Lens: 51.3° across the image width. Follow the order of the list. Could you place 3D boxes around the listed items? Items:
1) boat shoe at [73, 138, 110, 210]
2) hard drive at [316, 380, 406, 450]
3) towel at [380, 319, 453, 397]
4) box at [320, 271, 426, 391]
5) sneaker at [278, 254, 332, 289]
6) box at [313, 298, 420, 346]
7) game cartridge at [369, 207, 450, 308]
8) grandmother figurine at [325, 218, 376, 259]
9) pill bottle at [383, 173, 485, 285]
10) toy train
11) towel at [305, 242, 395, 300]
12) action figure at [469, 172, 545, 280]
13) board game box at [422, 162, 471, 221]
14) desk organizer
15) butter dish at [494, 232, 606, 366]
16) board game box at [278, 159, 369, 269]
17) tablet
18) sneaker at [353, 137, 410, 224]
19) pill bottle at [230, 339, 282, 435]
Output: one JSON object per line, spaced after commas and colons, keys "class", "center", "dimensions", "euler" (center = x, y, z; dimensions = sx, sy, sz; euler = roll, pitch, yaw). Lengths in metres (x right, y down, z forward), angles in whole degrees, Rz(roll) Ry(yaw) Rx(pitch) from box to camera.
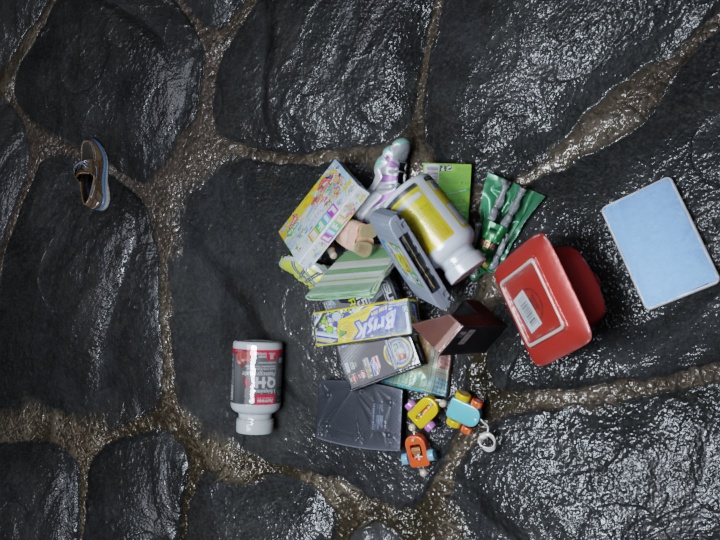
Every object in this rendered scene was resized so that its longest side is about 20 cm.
{"class": "boat shoe", "center": [-0.714, -0.260, 1.982], "dimensions": [0.072, 0.072, 0.200], "euler": [-22, 77, 27]}
{"class": "hard drive", "center": [0.003, 0.296, 1.548], "dimensions": [0.200, 0.042, 0.135], "euler": [1, 87, 30]}
{"class": "towel", "center": [0.093, 0.166, 1.512], "dimensions": [0.200, 0.022, 0.147], "euler": [9, 94, 31]}
{"class": "box", "center": [0.024, 0.122, 1.504], "dimensions": [0.160, 0.044, 0.200], "euler": [-23, 78, 19]}
{"class": "sneaker", "center": [-0.098, 0.016, 1.606], "dimensions": [0.200, 0.075, 0.077], "euler": [18, 96, 31]}
{"class": "box", "center": [0.013, 0.102, 1.452], "dimensions": [0.200, 0.064, 0.070], "euler": [-10, 81, 22]}
{"class": "game cartridge", "center": [0.089, -0.024, 1.392], "dimensions": [0.040, 0.133, 0.200], "euler": [-34, 106, -5]}
{"class": "grandmother figurine", "center": [-0.042, -0.083, 1.555], "dimensions": [0.200, 0.061, 0.121], "euler": [32, 97, 53]}
{"class": "pill bottle", "center": [0.141, -0.075, 1.400], "dimensions": [0.112, 0.112, 0.200], "euler": [-41, 78, 22]}
{"class": "toy train", "center": [0.164, 0.308, 1.451], "dimensions": [0.200, 0.056, 0.150], "euler": [-20, 89, 25]}
{"class": "towel", "center": [0.000, 0.000, 1.492], "dimensions": [0.152, 0.200, 0.023], "euler": [-4, 119, 30]}
{"class": "action figure", "center": [0.253, -0.071, 1.421], "dimensions": [0.118, 0.055, 0.200], "euler": [27, 105, 26]}
{"class": "board game box", "center": [0.165, -0.109, 1.470], "dimensions": [0.095, 0.030, 0.200], "euler": [3, 86, 9]}
{"class": "desk organizer", "center": [0.182, 0.101, 1.365], "dimensions": [0.077, 0.200, 0.072], "euler": [47, 110, 26]}
{"class": "butter dish", "center": [0.354, 0.040, 1.308], "dimensions": [0.200, 0.148, 0.199], "euler": [67, 157, 14]}
{"class": "board game box", "center": [-0.078, -0.117, 1.541], "dimensions": [0.200, 0.034, 0.134], "euler": [-51, 39, 11]}
{"class": "tablet", "center": [0.512, -0.046, 1.288], "dimensions": [0.130, 0.014, 0.200], "euler": [-27, 73, 27]}
{"class": "sneaker", "center": [0.082, -0.155, 1.516], "dimensions": [0.140, 0.078, 0.200], "euler": [39, 116, 25]}
{"class": "pill bottle", "center": [-0.229, 0.254, 1.647], "dimensions": [0.111, 0.111, 0.200], "euler": [0, 87, 30]}
